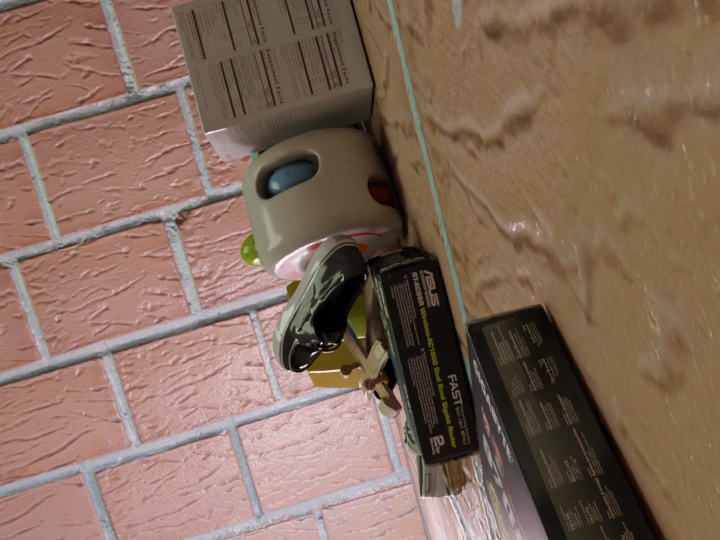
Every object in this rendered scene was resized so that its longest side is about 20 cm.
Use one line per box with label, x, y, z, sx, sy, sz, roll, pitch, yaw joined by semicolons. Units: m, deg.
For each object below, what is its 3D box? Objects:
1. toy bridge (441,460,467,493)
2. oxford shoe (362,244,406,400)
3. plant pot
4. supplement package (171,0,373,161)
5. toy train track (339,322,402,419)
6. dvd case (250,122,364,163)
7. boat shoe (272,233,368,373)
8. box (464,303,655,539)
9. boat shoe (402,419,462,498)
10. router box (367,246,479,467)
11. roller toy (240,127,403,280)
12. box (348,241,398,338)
toy bridge;0.100;0.179;1.087;0.067;0.027;0.204;-121;17;-79
oxford shoe;0.038;0.065;1.060;0.075;0.069;0.203;-96;6;-55
plant pot;-0.011;0.082;1.379;0.200;0.173;0.204;80;173;-72
supplement package;-0.099;-0.242;1.058;0.152;0.196;0.154;101;153;-85
toy train track;-0.018;0.091;1.052;0.201;0.032;0.115;56;153;23
dvd case;-0.070;-0.179;1.206;0.022;0.197;0.149;-35;62;43
boat shoe;-0.040;0.054;0.999;0.067;0.069;0.202;55;131;35
box;0.106;0.144;0.448;0.161;0.045;0.202;77;177;-45
boat shoe;0.088;0.224;1.195;0.074;0.065;0.204;-114;9;-73
router box;0.063;0.083;0.930;0.150;0.061;0.204;-128;23;-83
roller toy;-0.046;-0.083;1.078;0.182;0.196;0.142;-45;58;61
box;0.000;0.000;1.190;0.048;0.119;0.202;95;163;-44
